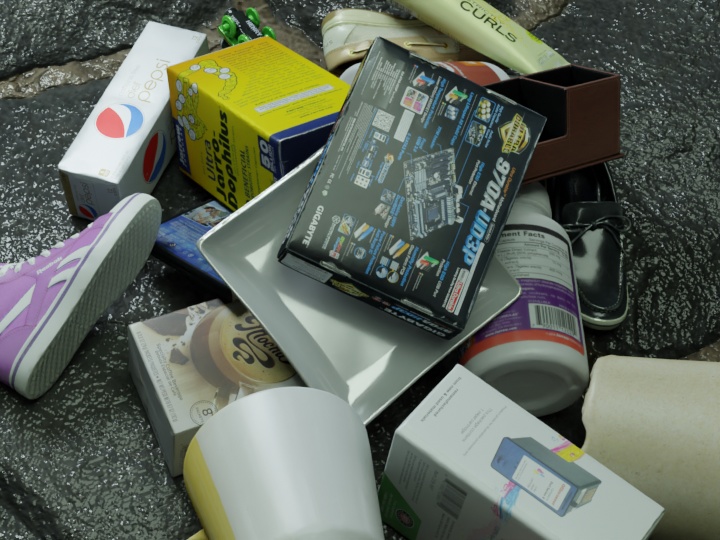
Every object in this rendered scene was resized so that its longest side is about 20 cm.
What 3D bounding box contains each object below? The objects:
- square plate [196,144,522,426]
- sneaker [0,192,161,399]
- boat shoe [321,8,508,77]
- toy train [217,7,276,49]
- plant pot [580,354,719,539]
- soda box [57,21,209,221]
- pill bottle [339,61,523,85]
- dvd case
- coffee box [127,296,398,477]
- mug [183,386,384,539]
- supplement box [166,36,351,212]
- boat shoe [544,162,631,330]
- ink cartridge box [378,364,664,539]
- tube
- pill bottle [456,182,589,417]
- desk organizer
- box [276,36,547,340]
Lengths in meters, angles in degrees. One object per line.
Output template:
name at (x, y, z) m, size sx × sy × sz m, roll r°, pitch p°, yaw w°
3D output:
square plate at (0.000, 0.000, 1.292) m, size 0.198 × 0.028 × 0.200 m, roll -38°, pitch 89°, yaw -18°
sneaker at (-0.264, -0.003, 1.340) m, size 0.114 × 0.073 × 0.201 m, roll 33°, pitch 76°, yaw 21°
boat shoe at (0.059, -0.210, 1.561) m, size 0.199 × 0.074 × 0.067 m, roll 3°, pitch 68°, yaw -4°
toy train at (-0.074, -0.175, 1.519) m, size 0.042 × 0.056 × 0.200 m, roll -24°, pitch 63°, yaw -31°
plant pot at (0.270, 0.151, 1.280) m, size 0.183 × 0.201 × 0.201 m, roll 10°, pitch 54°, yaw 13°
soda box at (-0.205, -0.137, 1.462) m, size 0.063 × 0.068 × 0.200 m, roll 14°, pitch 54°, yaw 14°
pill bottle at (0.078, -0.138, 1.463) m, size 0.200 × 0.112 × 0.112 m, roll -6°, pitch 55°, yaw -35°
dvd case at (-0.079, -0.041, 1.399) m, size 0.200 × 0.018 × 0.143 m, roll -27°, pitch 36°, yaw -32°
coffee box at (-0.083, 0.080, 1.327) m, size 0.199 × 0.080 × 0.113 m, roll -17°, pitch 60°, yaw -19°
mug at (-0.054, 0.208, 1.198) m, size 0.149 × 0.187 × 0.153 m, roll 9°, pitch 34°, yaw -25°
supplement box at (-0.075, -0.116, 1.398) m, size 0.109 × 0.109 × 0.200 m, roll -21°, pitch 35°, yaw -27°
boat shoe at (0.210, -0.037, 1.463) m, size 0.074 × 0.062 × 0.201 m, roll 2°, pitch 57°, yaw -9°
ink cartridge box at (0.120, 0.191, 1.241) m, size 0.200 × 0.146 × 0.088 m, roll 36°, pitch 57°, yaw 17°
tube at (0.109, -0.239, 1.511) m, size 0.200 × 0.052 × 0.058 m, roll 34°, pitch 72°, yaw 11°
pill bottle at (0.135, 0.019, 1.383) m, size 0.111 × 0.112 × 0.201 m, roll 2°, pitch 55°, yaw -7°
desk organizer at (0.138, -0.124, 1.393) m, size 0.200 × 0.077 × 0.072 m, roll -17°, pitch 24°, yaw -33°
box at (0.043, -0.067, 1.276) m, size 0.159 × 0.046 × 0.201 m, roll 24°, pitch 74°, yaw -8°
